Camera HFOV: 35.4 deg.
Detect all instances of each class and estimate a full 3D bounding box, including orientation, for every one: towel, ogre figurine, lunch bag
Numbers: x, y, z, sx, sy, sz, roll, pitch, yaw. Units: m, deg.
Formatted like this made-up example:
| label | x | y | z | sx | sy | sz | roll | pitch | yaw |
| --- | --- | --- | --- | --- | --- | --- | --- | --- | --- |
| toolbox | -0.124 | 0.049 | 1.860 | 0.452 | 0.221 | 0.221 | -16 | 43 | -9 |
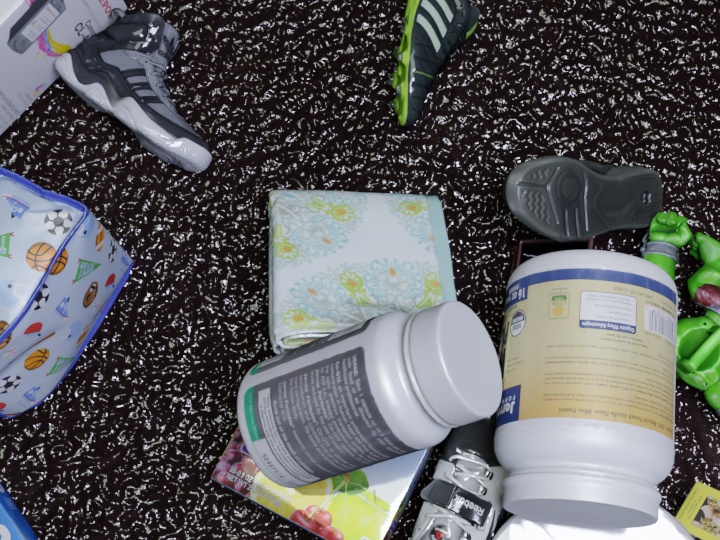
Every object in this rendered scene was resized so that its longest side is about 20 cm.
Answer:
| label | x | y | z | sx | sy | sz | roll | pitch | yaw |
| --- | --- | --- | --- | --- | --- | --- | --- | --- | --- |
| towel | 0.000 | 0.000 | 1.049 | 0.170 | 0.048 | 0.201 | 4 | 47 | -10 |
| ogre figurine | 0.321 | 0.049 | 1.033 | 0.120 | 0.098 | 0.200 | -46 | 103 | -13 |
| lunch bag | -0.321 | 0.032 | 1.045 | 0.123 | 0.170 | 0.201 | 23 | 77 | 13 |

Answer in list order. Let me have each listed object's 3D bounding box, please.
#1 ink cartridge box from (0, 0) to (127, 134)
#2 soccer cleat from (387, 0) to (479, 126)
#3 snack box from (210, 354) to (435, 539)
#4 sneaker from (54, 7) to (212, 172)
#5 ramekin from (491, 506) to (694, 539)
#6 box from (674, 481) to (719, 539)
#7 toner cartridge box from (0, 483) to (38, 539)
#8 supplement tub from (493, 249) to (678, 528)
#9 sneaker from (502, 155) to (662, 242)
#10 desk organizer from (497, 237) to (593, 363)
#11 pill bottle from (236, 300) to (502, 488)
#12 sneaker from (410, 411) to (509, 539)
| label | x | y | z | sx | sy | sz | roll | pitch | yaw |
| --- | --- | --- | --- | --- | --- | --- | --- | --- | --- |
| ink cartridge box | -0.348 | -0.253 | 1.141 | 0.086 | 0.148 | 0.200 | 41 | 81 | 13 |
| soccer cleat | 0.077 | -0.239 | 1.155 | 0.081 | 0.068 | 0.201 | 11 | 74 | -6 |
| snack box | -0.016 | 0.144 | 1.046 | 0.168 | 0.068 | 0.201 | 24 | 75 | 11 |
| sneaker | -0.209 | -0.192 | 1.150 | 0.200 | 0.076 | 0.114 | 36 | 82 | 15 |
| ramekin | 0.197 | 0.290 | 0.976 | 0.201 | 0.094 | 0.203 | -1 | 74 | 3 |
| box | 0.362 | 0.246 | 0.935 | 0.200 | 0.075 | 0.050 | 19 | 68 | 49 |
| toner cartridge box | -0.360 | 0.254 | 1.049 | 0.095 | 0.043 | 0.200 | -38 | 75 | -6 |
| supplement tub | 0.183 | 0.099 | 0.918 | 0.144 | 0.145 | 0.201 | 6 | 69 | 5 |
| sneaker | 0.181 | -0.069 | 1.051 | 0.114 | 0.199 | 0.077 | 5 | 99 | 47 |
| desk organizer | 0.167 | 0.067 | 1.051 | 0.071 | 0.077 | 0.201 | 9 | 75 | 6 |
| pill bottle | 0.007 | 0.101 | 0.922 | 0.199 | 0.113 | 0.114 | -22 | 71 | 30 |
| sneaker | 0.086 | 0.209 | 0.969 | 0.074 | 0.088 | 0.201 | 18 | 102 | 12 |
